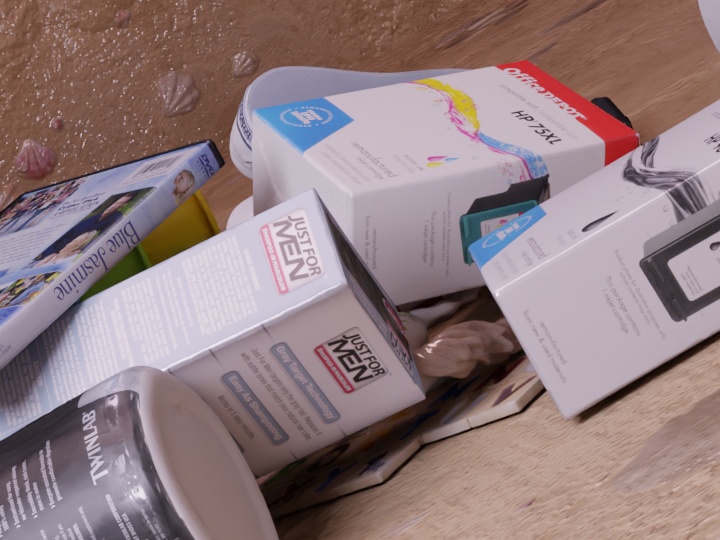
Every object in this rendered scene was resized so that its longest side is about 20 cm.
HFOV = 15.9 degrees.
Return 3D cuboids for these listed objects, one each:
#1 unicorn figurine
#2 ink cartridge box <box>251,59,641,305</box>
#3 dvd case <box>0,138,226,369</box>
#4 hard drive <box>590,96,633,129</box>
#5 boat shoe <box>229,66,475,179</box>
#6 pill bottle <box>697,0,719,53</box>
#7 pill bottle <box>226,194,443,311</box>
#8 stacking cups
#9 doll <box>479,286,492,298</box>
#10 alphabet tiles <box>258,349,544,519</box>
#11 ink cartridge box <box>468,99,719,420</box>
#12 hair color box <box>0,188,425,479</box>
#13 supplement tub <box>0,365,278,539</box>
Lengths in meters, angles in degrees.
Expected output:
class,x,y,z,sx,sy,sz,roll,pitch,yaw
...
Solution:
class,x,y,z,sx,sy,sz,roll,pitch,yaw
unicorn figurine,-0.022,0.055,1.239,0.199,0.074,0.137,-30,4,30
ink cartridge box,0.058,-0.048,1.277,0.199,0.068,0.116,-13,29,-24
dvd case,-0.167,0.007,1.189,0.142,0.018,0.200,-13,24,42
hard drive,0.082,-0.041,1.614,0.199,0.033,0.140,-31,8,5
boat shoe,0.024,-0.060,1.407,0.201,0.075,0.086,2,-23,-17
pill bottle,0.285,-0.174,1.373,0.199,0.113,0.113,-26,10,38
pill bottle,-0.005,-0.014,1.497,0.199,0.113,0.112,-32,8,3
stacking cups,-0.166,0.016,1.280,0.199,0.061,0.060,-29,8,-11
doll,0.000,0.000,1.359,0.199,0.049,0.136,-9,-6,-33
alphabet tiles,0.035,0.065,1.255,0.200,0.008,0.167,-24,11,47
ink cartridge box,0.152,-0.024,1.118,0.199,0.068,0.116,-30,11,2
hair color box,-0.083,0.053,1.151,0.199,0.099,0.061,-25,50,8
supplement tub,-0.142,0.136,1.079,0.199,0.123,0.123,-30,8,13
